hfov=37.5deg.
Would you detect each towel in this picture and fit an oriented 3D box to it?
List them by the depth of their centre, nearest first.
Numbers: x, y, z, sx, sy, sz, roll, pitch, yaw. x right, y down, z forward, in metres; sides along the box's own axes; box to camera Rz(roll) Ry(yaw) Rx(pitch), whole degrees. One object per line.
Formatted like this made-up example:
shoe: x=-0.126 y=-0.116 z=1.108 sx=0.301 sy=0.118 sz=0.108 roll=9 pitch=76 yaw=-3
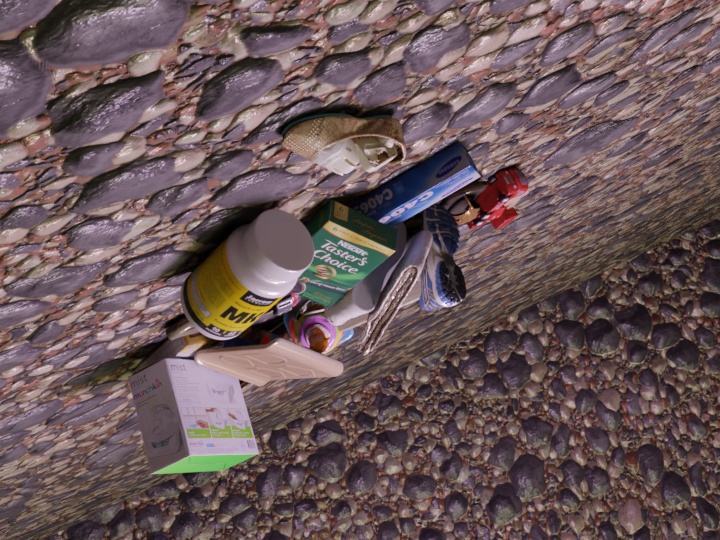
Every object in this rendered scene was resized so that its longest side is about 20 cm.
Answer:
towel: x=0.053 y=0.034 z=1.709 sx=0.201 sy=0.034 sz=0.133 roll=-59 pitch=-176 yaw=31

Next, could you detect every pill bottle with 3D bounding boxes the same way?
pill bottle: x=-0.156 y=0.006 z=1.463 sx=0.114 sy=0.115 sz=0.200 roll=-15 pitch=162 yaw=-44

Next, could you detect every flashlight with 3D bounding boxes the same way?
flashlight: x=-0.067 y=0.008 z=1.774 sx=0.199 sy=0.068 sz=0.068 roll=-22 pitch=156 yaw=-20

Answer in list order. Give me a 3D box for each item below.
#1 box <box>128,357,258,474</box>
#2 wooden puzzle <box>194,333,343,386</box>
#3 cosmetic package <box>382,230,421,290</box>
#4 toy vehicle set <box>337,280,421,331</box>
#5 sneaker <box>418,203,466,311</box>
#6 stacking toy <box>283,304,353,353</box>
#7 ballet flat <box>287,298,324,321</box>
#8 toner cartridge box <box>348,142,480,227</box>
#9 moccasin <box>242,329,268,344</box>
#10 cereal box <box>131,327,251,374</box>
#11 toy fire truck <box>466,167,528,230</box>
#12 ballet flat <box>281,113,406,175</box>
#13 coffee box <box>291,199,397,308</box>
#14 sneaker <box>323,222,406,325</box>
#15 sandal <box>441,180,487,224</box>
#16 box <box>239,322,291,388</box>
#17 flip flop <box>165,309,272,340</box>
box: x=-0.288 y=0.253 z=1.849 sx=0.096 sy=0.178 sz=0.200 roll=-27 pitch=161 yaw=24
wooden puzzle: x=-0.157 y=0.149 z=1.836 sx=0.199 sy=0.047 sz=0.185 roll=-13 pitch=154 yaw=37
cosmetic package: x=0.076 y=-0.010 z=1.912 sx=0.150 sy=0.052 sz=0.200 roll=-36 pitch=176 yaw=-1
toy vehicle set: x=0.056 y=0.056 z=1.871 sx=0.199 sy=0.027 sz=0.124 roll=-24 pitch=176 yaw=8
sneaker: x=0.115 y=-0.023 z=1.767 sx=0.077 sy=0.201 sz=0.085 roll=22 pitch=141 yaw=-34
stacking toy: x=-0.079 y=0.116 z=1.942 sx=0.115 sy=0.110 sz=0.200 roll=-27 pitch=-170 yaw=3
ballet flat: x=-0.046 y=0.029 z=1.907 sx=0.199 sy=0.064 sz=0.067 roll=-29 pitch=168 yaw=7
toner cartridge box: x=0.081 y=-0.119 z=1.616 sx=0.199 sy=0.043 sz=0.095 roll=-30 pitch=169 yaw=12
moccasin: x=-0.238 y=0.149 z=1.994 sx=0.073 sy=0.078 sz=0.201 roll=1 pitch=158 yaw=-33
cereal box: x=-0.303 y=0.145 z=1.894 sx=0.143 sy=0.040 sz=0.200 roll=-13 pitch=161 yaw=-44
toy fire truck: x=0.259 y=-0.129 z=1.938 sx=0.140 sy=0.049 sz=0.200 roll=-19 pitch=165 yaw=-33
ballet flat: x=-0.009 y=-0.148 z=1.256 sx=0.199 sy=0.066 sz=0.070 roll=-13 pitch=162 yaw=-47
coffee box: x=-0.047 y=-0.022 z=1.605 sx=0.122 sy=0.044 sz=0.200 roll=25 pitch=141 yaw=-24
sneaker: x=0.000 y=0.000 z=1.738 sx=0.115 sy=0.074 sz=0.201 roll=-32 pitch=-155 yaw=51
sandal: x=0.171 y=-0.102 z=1.848 sx=0.081 sy=0.055 sz=0.200 roll=-21 pitch=166 yaw=-26
box: x=-0.204 y=0.173 z=2.073 sx=0.163 sy=0.021 sz=0.200 roll=-34 pitch=-168 yaw=33
flip flop: x=-0.231 y=0.091 z=1.780 sx=0.199 sy=0.058 sz=0.081 roll=-17 pitch=164 yaw=-39
